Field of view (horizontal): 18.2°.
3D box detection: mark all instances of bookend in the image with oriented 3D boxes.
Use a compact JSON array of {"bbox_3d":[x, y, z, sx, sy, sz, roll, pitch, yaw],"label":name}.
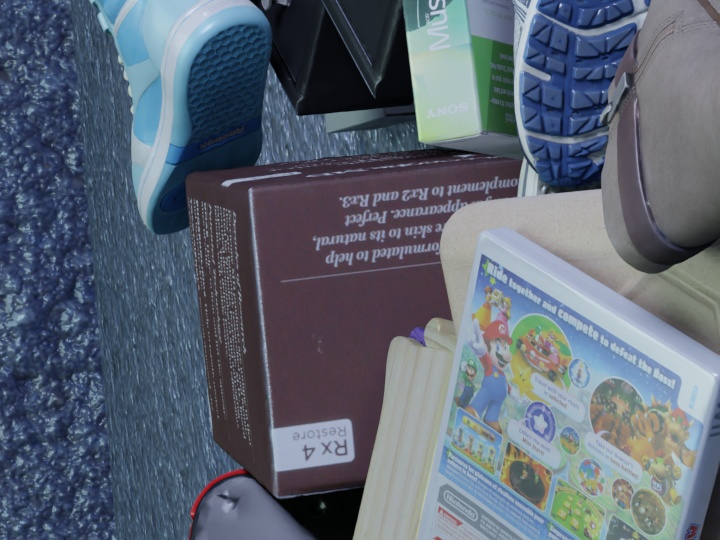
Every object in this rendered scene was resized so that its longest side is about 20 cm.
[{"bbox_3d":[0.006,-0.150,1.248,0.201,0.092,0.199,106,148,-43],"label":"bookend"}]

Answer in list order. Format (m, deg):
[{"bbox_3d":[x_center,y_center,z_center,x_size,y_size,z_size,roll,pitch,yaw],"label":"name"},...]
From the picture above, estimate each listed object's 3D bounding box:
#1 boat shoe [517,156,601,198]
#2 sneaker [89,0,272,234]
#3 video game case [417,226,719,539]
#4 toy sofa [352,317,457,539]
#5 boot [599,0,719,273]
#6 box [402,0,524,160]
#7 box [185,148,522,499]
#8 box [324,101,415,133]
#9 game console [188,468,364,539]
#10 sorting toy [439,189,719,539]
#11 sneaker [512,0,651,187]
[{"bbox_3d":[0.100,0.025,1.054,0.062,0.074,0.201,19,120,63],"label":"boat shoe"},{"bbox_3d":[-0.117,-0.123,1.341,0.131,0.079,0.200,53,146,25],"label":"sneaker"},{"bbox_3d":[0.085,0.101,0.963,0.143,0.018,0.201,34,124,42],"label":"video game case"},{"bbox_3d":[0.053,0.130,1.129,0.097,0.082,0.201,8,85,64],"label":"toy sofa"},{"bbox_3d":[0.137,-0.041,0.826,0.146,0.070,0.201,128,156,-50],"label":"boot"},{"bbox_3d":[0.059,-0.154,1.057,0.144,0.036,0.201,4,-103,-63],"label":"box"},{"bbox_3d":[0.004,0.022,1.258,0.200,0.165,0.165,-165,69,-75],"label":"box"},{"bbox_3d":[0.003,-0.193,1.441,0.156,0.041,0.201,180,83,-76],"label":"box"},{"bbox_3d":[-0.007,0.201,1.228,0.031,0.199,0.178,56,-141,-70],"label":"game console"},{"bbox_3d":[0.117,0.065,0.959,0.185,0.036,0.201,-4,95,51],"label":"sorting toy"},{"bbox_3d":[0.099,-0.138,1.003,0.085,0.077,0.201,-151,66,-73],"label":"sneaker"}]
